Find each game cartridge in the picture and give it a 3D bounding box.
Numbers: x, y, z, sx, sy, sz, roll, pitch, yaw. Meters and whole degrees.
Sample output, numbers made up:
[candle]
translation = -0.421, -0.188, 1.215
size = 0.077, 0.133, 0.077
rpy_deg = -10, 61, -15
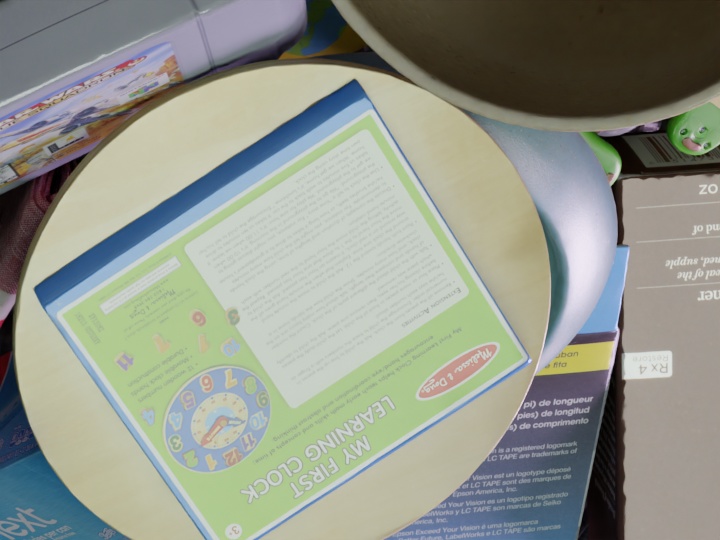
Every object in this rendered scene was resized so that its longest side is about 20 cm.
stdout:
[game cartridge]
translation = -0.111, -0.063, 1.022
size = 0.200, 0.133, 0.042
rpy_deg = -26, 88, -2

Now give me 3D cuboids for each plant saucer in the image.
[plant saucer]
translation = 0.000, 0.000, 1.147
size = 0.200, 0.027, 0.200
rpy_deg = -2, 135, -2

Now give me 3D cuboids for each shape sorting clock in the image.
[shape sorting clock]
translation = -0.027, 0.018, 1.089
size = 0.200, 0.039, 0.200
rpy_deg = -4, 110, -12

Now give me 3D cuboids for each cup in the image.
[cup]
translation = 0.085, -0.153, 1.038
size = 0.200, 0.143, 0.201
rpy_deg = 2, 97, 13

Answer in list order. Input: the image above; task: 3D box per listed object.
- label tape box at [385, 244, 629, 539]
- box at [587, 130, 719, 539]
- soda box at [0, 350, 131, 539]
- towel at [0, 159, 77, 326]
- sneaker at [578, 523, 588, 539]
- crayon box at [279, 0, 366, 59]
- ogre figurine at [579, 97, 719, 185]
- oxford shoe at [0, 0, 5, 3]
[label tape box]
translation = 0.026, 0.060, 1.280
size = 0.143, 0.066, 0.200
rpy_deg = -3, 124, -15
[box]
translation = 0.151, 0.041, 1.296
size = 0.100, 0.075, 0.200
rpy_deg = -5, 109, -6
[soda box]
translation = -0.131, 0.077, 1.201
size = 0.068, 0.064, 0.200
rpy_deg = 29, 150, -23
[towel]
translation = -0.159, 0.021, 1.171
size = 0.023, 0.144, 0.200
rpy_deg = 24, 116, -16
[sneaker]
translation = 0.169, 0.087, 1.405
size = 0.200, 0.074, 0.088
rpy_deg = -53, 161, 10
[crayon box]
translation = -0.015, -0.150, 1.150
size = 0.200, 0.051, 0.127
rpy_deg = -29, 130, 3
[ogre figurine]
translation = 0.093, -0.087, 1.193
size = 0.200, 0.120, 0.098
rpy_deg = -28, 129, 2
[oxford shoe]
translation = -0.104, -0.115, 1.033
size = 0.075, 0.058, 0.200
rpy_deg = -31, 170, 3
